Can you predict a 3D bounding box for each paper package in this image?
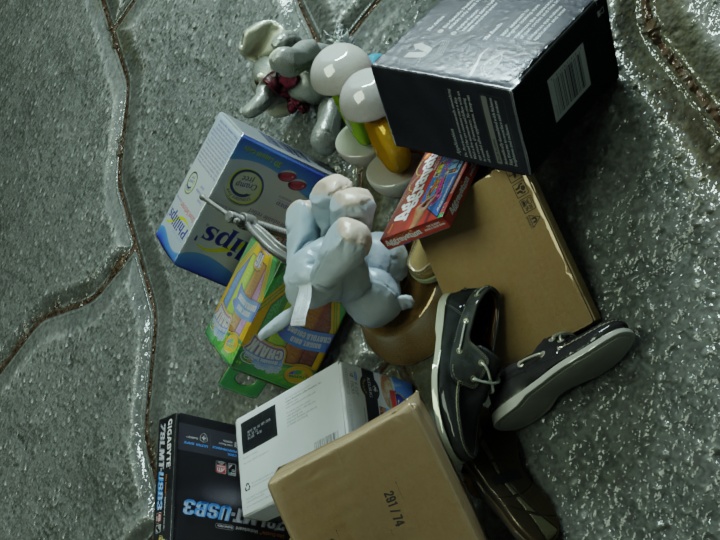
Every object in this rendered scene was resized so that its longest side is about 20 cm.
[{"bbox_3d":[0.023,0.263,1.344,0.189,0.103,0.202,-28,88,5],"label":"paper package"}]

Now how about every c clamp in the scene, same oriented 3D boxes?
[{"bbox_3d":[-0.093,-0.040,1.654,0.171,0.199,0.027,42,106,44],"label":"c clamp"}]

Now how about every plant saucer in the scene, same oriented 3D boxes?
[{"bbox_3d":[0.056,0.016,1.593,0.199,0.035,0.203,-22,59,41],"label":"plant saucer"}]

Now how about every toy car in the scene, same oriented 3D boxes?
[{"bbox_3d":[0.038,-0.211,1.636,0.149,0.176,0.200,-32,41,-10],"label":"toy car"}]

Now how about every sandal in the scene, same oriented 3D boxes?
[{"bbox_3d":[0.148,0.228,1.387,0.201,0.081,0.055,56,138,37],"label":"sandal"}]

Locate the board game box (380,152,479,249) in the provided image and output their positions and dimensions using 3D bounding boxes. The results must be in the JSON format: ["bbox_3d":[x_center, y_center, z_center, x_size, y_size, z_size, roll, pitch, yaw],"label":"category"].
[{"bbox_3d":[0.097,-0.112,1.475,0.102,0.019,0.201,-22,32,46],"label":"board game box"}]

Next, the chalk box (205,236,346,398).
[{"bbox_3d":[-0.118,0.078,1.685,0.202,0.123,0.124,-64,29,7],"label":"chalk box"}]

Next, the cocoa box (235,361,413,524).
[{"bbox_3d":[-0.038,0.217,1.543,0.199,0.130,0.135,-32,53,37],"label":"cocoa box"}]

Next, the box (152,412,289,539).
[{"bbox_3d":[-0.168,0.297,1.606,0.049,0.198,0.201,-25,56,42],"label":"box"}]

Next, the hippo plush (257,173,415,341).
[{"bbox_3d":[0.000,0.000,1.509,0.158,0.160,0.203,-22,51,49],"label":"hippo plush"}]

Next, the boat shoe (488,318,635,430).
[{"bbox_3d":[0.208,0.100,1.362,0.200,0.073,0.061,-45,50,39],"label":"boat shoe"}]

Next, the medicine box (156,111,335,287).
[{"bbox_3d":[-0.150,-0.081,1.745,0.202,0.181,0.103,-60,32,10],"label":"medicine box"}]

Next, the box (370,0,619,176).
[{"bbox_3d":[0.153,-0.224,1.428,0.198,0.118,0.197,18,51,39],"label":"box"}]

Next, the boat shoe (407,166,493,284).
[{"bbox_3d":[0.112,-0.079,1.507,0.071,0.076,0.201,33,90,36],"label":"boat shoe"}]

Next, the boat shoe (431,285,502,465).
[{"bbox_3d":[0.118,0.109,1.372,0.067,0.072,0.203,-12,57,29],"label":"boat shoe"}]

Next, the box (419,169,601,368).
[{"bbox_3d":[0.159,-0.001,1.426,0.163,0.021,0.202,-31,78,33],"label":"box"}]

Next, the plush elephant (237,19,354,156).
[{"bbox_3d":[-0.104,-0.266,1.802,0.153,0.166,0.201,-13,36,30],"label":"plush elephant"}]
